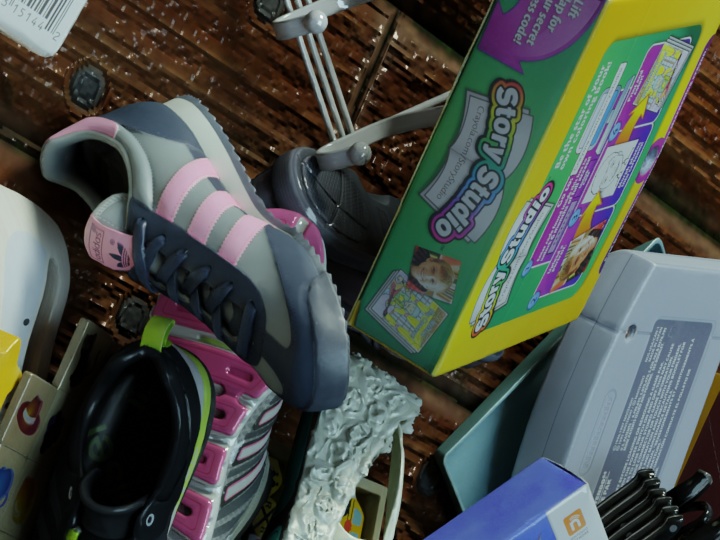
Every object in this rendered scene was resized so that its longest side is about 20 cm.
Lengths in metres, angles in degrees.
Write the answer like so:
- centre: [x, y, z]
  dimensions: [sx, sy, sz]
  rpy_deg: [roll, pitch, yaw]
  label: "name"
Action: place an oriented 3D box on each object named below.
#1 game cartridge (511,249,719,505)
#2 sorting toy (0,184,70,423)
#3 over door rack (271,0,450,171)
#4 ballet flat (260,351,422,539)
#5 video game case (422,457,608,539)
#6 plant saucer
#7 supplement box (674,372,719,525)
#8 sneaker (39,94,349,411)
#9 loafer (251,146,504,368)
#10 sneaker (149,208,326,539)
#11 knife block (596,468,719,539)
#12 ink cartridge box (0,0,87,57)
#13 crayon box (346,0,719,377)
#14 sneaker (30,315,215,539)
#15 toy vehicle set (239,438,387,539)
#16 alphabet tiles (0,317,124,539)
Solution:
- centre: [0.143, 0.085, 1.564]
  dimensions: [0.133, 0.041, 0.201]
  rpy_deg: [4, 108, -58]
  label: "game cartridge"
- centre: [-0.187, 0.033, 1.210]
  dimensions: [0.180, 0.106, 0.202]
  rpy_deg: [4, 100, -66]
  label: "sorting toy"
- centre: [0.040, -0.152, 1.366]
  dimensions: [0.199, 0.066, 0.149]
  rpy_deg: [-28, 106, -37]
  label: "over door rack"
- centre: [-0.019, 0.131, 1.340]
  dimensions: [0.072, 0.071, 0.201]
  rpy_deg: [47, 55, -43]
  label: "ballet flat"
- centre: [0.055, 0.224, 1.412]
  dimensions: [0.199, 0.045, 0.182]
  rpy_deg: [-33, 119, -19]
  label: "video game case"
- centre: [0.112, 0.066, 1.568]
  dimensions: [0.200, 0.019, 0.070]
  rpy_deg: [-44, 130, -29]
  label: "plant saucer"
- centre: [0.265, 0.193, 1.630]
  dimensions: [0.133, 0.199, 0.198]
  rpy_deg: [36, 76, -46]
  label: "supplement box"
- centre: [-0.075, -0.002, 1.233]
  dimensions: [0.082, 0.200, 0.071]
  rpy_deg: [-10, 129, -28]
  label: "sneaker"
- centre: [0.000, 0.000, 1.412]
  dimensions: [0.200, 0.063, 0.072]
  rpy_deg: [36, 36, -48]
  label: "loafer"
- centre: [-0.070, 0.067, 1.321]
  dimensions: [0.087, 0.073, 0.201]
  rpy_deg: [57, 54, -78]
  label: "sneaker"
- centre: [0.136, 0.204, 1.518]
  dimensions: [0.174, 0.064, 0.201]
  rpy_deg: [8, 112, -16]
  label: "knife block"
- centre: [-0.158, -0.210, 1.164]
  dimensions: [0.200, 0.045, 0.177]
  rpy_deg: [34, 88, -46]
  label: "ink cartridge box"
- centre: [0.090, -0.060, 1.345]
  dimensions: [0.172, 0.058, 0.201]
  rpy_deg: [-16, 134, -61]
  label: "crayon box"
- centre: [-0.119, 0.117, 1.229]
  dimensions: [0.083, 0.071, 0.202]
  rpy_deg: [60, 43, -78]
  label: "sneaker"
- centre: [-0.048, 0.191, 1.396]
  dimensions: [0.124, 0.026, 0.202]
  rpy_deg: [26, 71, -51]
  label: "toy vehicle set"
- centre: [-0.150, 0.124, 1.271]
  dimensions: [0.201, 0.006, 0.166]
  rpy_deg: [-66, 162, -7]
  label: "alphabet tiles"
